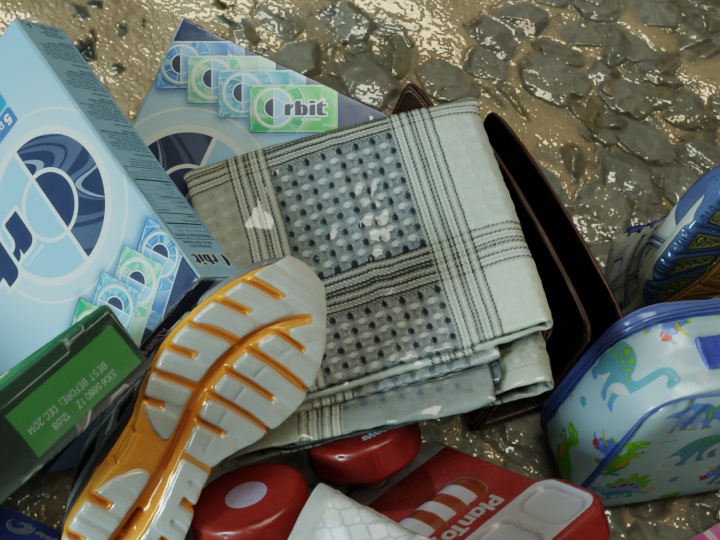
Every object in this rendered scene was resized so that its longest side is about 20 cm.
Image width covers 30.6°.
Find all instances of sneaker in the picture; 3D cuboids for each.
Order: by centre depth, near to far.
[{"bbox_3d":[-0.094,0.071,0.691,0.078,0.200,0.077,37,5,-24],"label":"sneaker"},{"bbox_3d":[0.200,-0.009,0.877,0.075,0.200,0.088,-1,49,-21],"label":"sneaker"}]

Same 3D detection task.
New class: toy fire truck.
[{"bbox_3d":[0.013,0.159,0.703,0.200,0.113,0.168,-31,26,-33],"label":"toy fire truck"}]

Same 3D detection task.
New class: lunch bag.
[{"bbox_3d":[0.229,0.079,0.848,0.199,0.161,0.083,-6,59,-20],"label":"lunch bag"}]

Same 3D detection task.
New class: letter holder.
[{"bbox_3d":[0.095,-0.022,0.885,0.100,0.142,0.201,-14,62,-26],"label":"letter holder"}]

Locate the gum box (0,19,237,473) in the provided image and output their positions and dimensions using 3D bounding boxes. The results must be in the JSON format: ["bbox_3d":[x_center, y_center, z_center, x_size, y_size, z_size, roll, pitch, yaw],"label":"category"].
[{"bbox_3d":[-0.184,-0.014,0.770,0.200,0.170,0.044,52,23,20],"label":"gum box"}]

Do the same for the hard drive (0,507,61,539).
[{"bbox_3d":[-0.187,0.184,0.643,0.131,0.025,0.200,21,18,18],"label":"hard drive"}]

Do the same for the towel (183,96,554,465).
[{"bbox_3d":[0.000,0.000,0.753,0.192,0.035,0.201,-13,62,0],"label":"towel"}]

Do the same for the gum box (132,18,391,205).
[{"bbox_3d":[-0.076,-0.030,0.831,0.169,0.045,0.201,25,89,1],"label":"gum box"}]

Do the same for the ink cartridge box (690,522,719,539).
[{"bbox_3d":[0.304,0.189,0.879,0.199,0.037,0.095,-20,65,-30],"label":"ink cartridge box"}]

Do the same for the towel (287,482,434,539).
[{"bbox_3d":[0.009,0.216,0.584,0.190,0.032,0.200,24,70,27],"label":"towel"}]

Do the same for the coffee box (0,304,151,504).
[{"bbox_3d":[-0.202,0.096,0.665,0.044,0.200,0.123,53,41,-7],"label":"coffee box"}]
